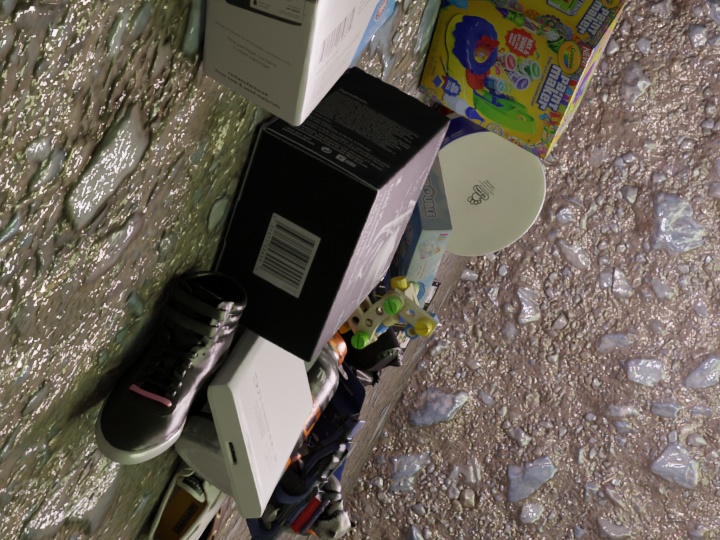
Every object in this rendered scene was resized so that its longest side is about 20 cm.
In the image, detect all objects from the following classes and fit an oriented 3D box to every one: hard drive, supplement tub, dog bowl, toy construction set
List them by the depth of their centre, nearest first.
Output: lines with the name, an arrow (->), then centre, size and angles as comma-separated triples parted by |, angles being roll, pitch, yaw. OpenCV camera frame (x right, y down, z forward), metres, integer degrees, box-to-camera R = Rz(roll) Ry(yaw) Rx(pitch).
hard drive -> -0.091, 0.122, 1.031 | 0.200, 0.026, 0.133 | -64, 145, -66
supplement tub -> -0.104, 0.142, 1.197 | 0.201, 0.122, 0.123 | -56, 169, -26
toy construction set -> 0.000, 0.000, 1.226 | 0.130, 0.202, 0.092 | -26, 171, 31
dog bowl -> 0.163, -0.125, 1.564 | 0.079, 0.198, 0.201 | -107, -142, -59

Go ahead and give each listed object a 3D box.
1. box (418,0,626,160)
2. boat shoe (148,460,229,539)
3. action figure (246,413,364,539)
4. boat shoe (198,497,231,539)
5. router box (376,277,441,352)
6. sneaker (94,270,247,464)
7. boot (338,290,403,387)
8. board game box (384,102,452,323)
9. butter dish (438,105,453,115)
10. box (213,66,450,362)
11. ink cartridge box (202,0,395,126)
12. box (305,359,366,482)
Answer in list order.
box -> 0.198, -0.281, 1.345 | 0.122, 0.191, 0.201 | -54, 167, -33
boat shoe -> -0.182, 0.241, 1.248 | 0.201, 0.071, 0.070 | -56, 171, 3
action figure -> -0.060, 0.229, 1.280 | 0.200, 0.194, 0.104 | -44, 147, 13
boat shoe -> -0.213, 0.328, 1.320 | 0.070, 0.070, 0.202 | -10, 120, -87
router box -> 0.036, 0.062, 1.723 | 0.199, 0.051, 0.150 | 13, 106, -59
sneaker -> -0.156, 0.069, 0.899 | 0.200, 0.070, 0.100 | -57, 170, -55
boot -> 0.017, 0.031, 1.319 | 0.076, 0.169, 0.201 | -5, 148, -30
board game box -> 0.062, -0.071, 1.376 | 0.200, 0.043, 0.202 | 107, -20, -53
butter dish -> 0.186, -0.195, 1.661 | 0.201, 0.147, 0.199 | -63, 169, 14
box -> -0.029, -0.058, 1.029 | 0.197, 0.123, 0.201 | -50, 165, -56
ink cartridge box -> -0.026, -0.219, 0.693 | 0.145, 0.084, 0.201 | -55, 169, -34
box -> -0.054, 0.186, 1.349 | 0.032, 0.121, 0.201 | -10, 132, -33
